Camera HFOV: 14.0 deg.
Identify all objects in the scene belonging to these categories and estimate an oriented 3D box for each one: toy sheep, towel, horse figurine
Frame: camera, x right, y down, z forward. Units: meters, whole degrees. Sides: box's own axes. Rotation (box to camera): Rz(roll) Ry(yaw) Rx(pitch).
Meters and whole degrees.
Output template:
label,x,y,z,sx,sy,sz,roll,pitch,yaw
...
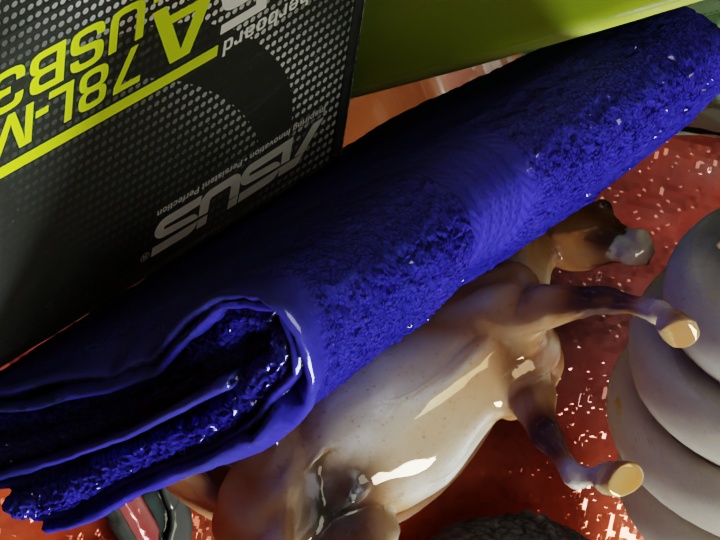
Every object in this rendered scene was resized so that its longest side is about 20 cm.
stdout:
label,x,y,z,sx,sy,sz,roll,pitch,yaw
toy sheep,0.135,0.045,0.864,0.137,0.138,0.201,-25,127,-29
towel,0.000,0.000,0.770,0.200,0.147,0.050,-35,100,-43
horse figurine,0.016,0.054,0.814,0.200,0.132,0.050,-45,117,-4

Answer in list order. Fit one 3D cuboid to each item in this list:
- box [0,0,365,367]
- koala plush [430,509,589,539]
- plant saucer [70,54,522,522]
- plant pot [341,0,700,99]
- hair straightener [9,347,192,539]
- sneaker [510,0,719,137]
label,x,y,z,sx,sy,sz,roll,pitch,yaw
box,-0.074,-0.064,0.702,0.200,0.047,0.194,-33,147,-35
koala plush,0.079,0.180,0.907,0.177,0.200,0.185,8,94,-35
plant saucer,-0.017,-0.019,0.883,0.200,0.032,0.202,-1,92,-48
plant pot,0.068,-0.171,0.819,0.199,0.199,0.182,-28,100,-42
hair straightener,-0.062,0.025,0.875,0.077,0.041,0.201,-38,112,-24
sneaker,0.159,-0.071,0.966,0.200,0.118,0.074,-10,103,-34
